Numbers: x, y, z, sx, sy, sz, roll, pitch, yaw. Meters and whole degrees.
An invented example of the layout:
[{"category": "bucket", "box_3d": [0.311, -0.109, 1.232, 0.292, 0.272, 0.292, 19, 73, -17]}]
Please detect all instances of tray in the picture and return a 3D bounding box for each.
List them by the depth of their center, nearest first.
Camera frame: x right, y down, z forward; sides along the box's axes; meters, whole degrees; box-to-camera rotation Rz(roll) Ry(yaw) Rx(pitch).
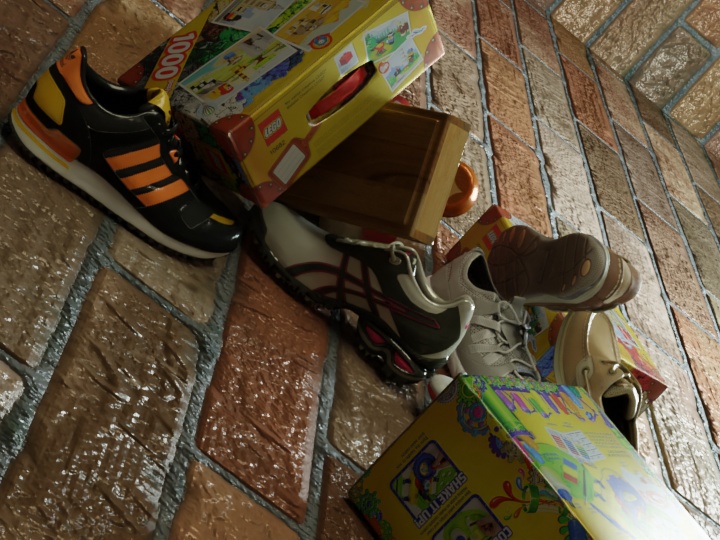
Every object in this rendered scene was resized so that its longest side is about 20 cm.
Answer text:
[{"category": "tray", "box_3d": [-0.014, -0.091, 1.477, 0.200, 0.099, 0.037, 16, -3, 38]}]

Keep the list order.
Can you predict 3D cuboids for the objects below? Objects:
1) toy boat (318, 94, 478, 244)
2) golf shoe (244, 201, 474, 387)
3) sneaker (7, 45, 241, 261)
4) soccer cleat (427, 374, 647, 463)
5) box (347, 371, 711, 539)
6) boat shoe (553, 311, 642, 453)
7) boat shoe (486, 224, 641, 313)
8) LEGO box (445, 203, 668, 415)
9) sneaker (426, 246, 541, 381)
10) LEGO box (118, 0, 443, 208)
[{"category": "toy boat", "box_3d": [0.039, -0.078, 1.627, 0.130, 0.131, 0.200, 9, 17, 8]}, {"category": "golf shoe", "box_3d": [0.000, 0.000, 1.480, 0.200, 0.088, 0.077, 40, 19, 2]}, {"category": "sneaker", "box_3d": [-0.152, -0.084, 1.346, 0.200, 0.090, 0.070, 33, 20, -26]}, {"category": "soccer cleat", "box_3d": [0.141, 0.131, 1.474, 0.200, 0.085, 0.069, 37, 19, -17]}, {"category": "box", "box_3d": [0.131, 0.184, 1.271, 0.193, 0.122, 0.200, 51, 19, 26]}, {"category": "boat shoe", "box_3d": [0.213, 0.111, 1.591, 0.071, 0.064, 0.200, 29, 46, -34]}, {"category": "boat shoe", "box_3d": [0.175, 0.006, 1.641, 0.072, 0.076, 0.200, 21, -2, -25]}, {"category": "LEGO box", "box_3d": [0.185, 0.048, 1.773, 0.149, 0.077, 0.200, 29, 22, -36]}, {"category": "sneaker", "box_3d": [0.115, 0.059, 1.592, 0.075, 0.082, 0.200, 20, 28, -49]}, {"category": "LEGO box", "box_3d": [-0.061, -0.157, 1.438, 0.149, 0.200, 0.077, 28, -28, 43]}]
